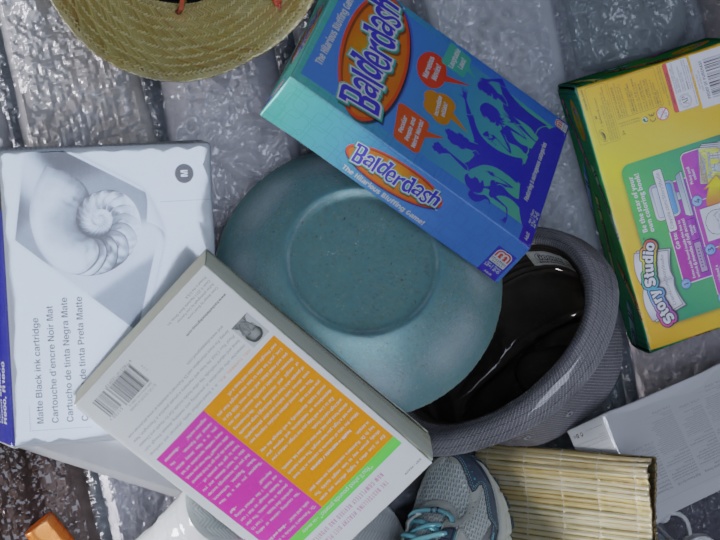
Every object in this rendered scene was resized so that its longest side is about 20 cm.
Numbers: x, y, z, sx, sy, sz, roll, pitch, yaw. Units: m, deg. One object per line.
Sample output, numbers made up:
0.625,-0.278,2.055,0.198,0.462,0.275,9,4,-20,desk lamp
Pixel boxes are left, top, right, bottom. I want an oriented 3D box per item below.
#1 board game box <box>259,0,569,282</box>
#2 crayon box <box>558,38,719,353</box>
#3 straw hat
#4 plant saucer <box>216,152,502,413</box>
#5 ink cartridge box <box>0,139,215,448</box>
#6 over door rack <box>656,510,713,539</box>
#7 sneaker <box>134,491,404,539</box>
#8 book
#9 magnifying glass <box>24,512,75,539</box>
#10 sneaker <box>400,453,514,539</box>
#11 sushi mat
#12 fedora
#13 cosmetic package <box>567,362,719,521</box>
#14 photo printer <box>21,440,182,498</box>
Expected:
0.041,-0.103,1.562,0.199,0.152,0.045,34,129,-10,board game box
0.228,-0.054,1.637,0.118,0.058,0.201,-17,97,-7,crayon box
-0.126,-0.224,1.556,0.200,0.085,0.202,-2,96,-14,straw hat
0.000,0.000,1.546,0.200,0.039,0.202,1,68,-3,plant saucer
-0.194,0.016,1.517,0.199,0.041,0.201,-4,94,-8,ink cartridge box
0.164,0.250,1.606,0.200,0.148,0.067,-43,103,-1,over door rack
-0.072,0.197,1.611,0.199,0.115,0.074,13,52,-36,sneaker
-0.070,0.100,1.495,0.200,0.048,0.134,41,104,-15,book
-0.167,0.256,1.621,0.079,0.022,0.200,-39,98,-4,magnifying glass
0.049,0.215,1.585,0.086,0.077,0.201,34,57,-44,sneaker
0.140,0.171,1.577,0.012,0.200,0.096,-5,92,-33,sushi mat
0.105,0.064,1.597,0.199,0.177,0.090,-33,133,14,fedora
0.244,0.114,1.608,0.199,0.051,0.083,-19,81,-35,cosmetic package
-0.181,0.054,1.577,0.199,0.069,0.167,19,91,-10,photo printer
